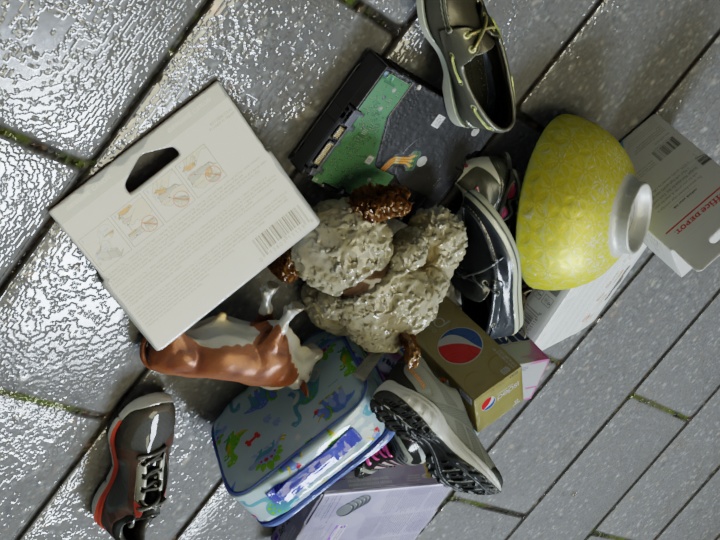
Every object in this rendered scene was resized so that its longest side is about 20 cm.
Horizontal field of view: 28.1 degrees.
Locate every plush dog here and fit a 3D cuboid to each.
[{"bbox_3d":[0.000,0.000,1.449,0.199,0.161,0.172,-31,124,19],"label":"plush dog"}]

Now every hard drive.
[{"bbox_3d":[0.036,-0.129,1.457,0.199,0.038,0.140,19,113,-51],"label":"hard drive"}]

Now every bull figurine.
[{"bbox_3d":[-0.121,0.070,1.459,0.198,0.065,0.122,3,122,-22],"label":"bull figurine"}]

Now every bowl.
[{"bbox_3d":[0.259,-0.067,1.591,0.200,0.107,0.202,-35,131,-52],"label":"bowl"}]

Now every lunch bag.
[{"bbox_3d":[-0.062,0.170,1.547,0.200,0.161,0.083,-39,123,5],"label":"lunch bag"}]

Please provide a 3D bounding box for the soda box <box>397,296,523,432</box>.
[{"bbox_3d":[0.090,0.081,1.577,0.067,0.200,0.064,-32,143,-18],"label":"soda box"}]

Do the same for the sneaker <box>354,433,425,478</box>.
[{"bbox_3d":[0.019,0.194,1.610,0.087,0.074,0.200,-20,176,-13],"label":"sneaker"}]

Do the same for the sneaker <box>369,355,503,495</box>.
[{"bbox_3d":[0.093,0.166,1.503,0.200,0.074,0.080,51,51,-29],"label":"sneaker"}]

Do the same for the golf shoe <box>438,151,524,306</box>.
[{"bbox_3d":[0.120,-0.043,1.605,0.087,0.077,0.201,-3,126,-18],"label":"golf shoe"}]

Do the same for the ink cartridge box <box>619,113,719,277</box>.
[{"bbox_3d":[0.372,-0.077,1.678,0.116,0.200,0.067,-39,144,-3],"label":"ink cartridge box"}]

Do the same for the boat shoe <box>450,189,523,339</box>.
[{"bbox_3d":[0.131,0.001,1.547,0.062,0.075,0.201,-27,134,-16],"label":"boat shoe"}]

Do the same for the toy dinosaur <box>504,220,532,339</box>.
[{"bbox_3d":[0.197,-0.025,1.690,0.200,0.076,0.103,-56,161,-40],"label":"toy dinosaur"}]

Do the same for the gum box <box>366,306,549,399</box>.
[{"bbox_3d":[0.109,0.106,1.693,0.199,0.114,0.067,-7,131,-38],"label":"gum box"}]

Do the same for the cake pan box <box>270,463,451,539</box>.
[{"bbox_3d":[0.001,0.299,1.777,0.183,0.053,0.201,-1,142,-23],"label":"cake pan box"}]

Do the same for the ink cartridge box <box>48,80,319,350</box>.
[{"bbox_3d":[-0.164,-0.052,1.339,0.200,0.044,0.174,-38,114,-6],"label":"ink cartridge box"}]

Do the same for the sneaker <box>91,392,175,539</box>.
[{"bbox_3d":[-0.226,0.219,1.527,0.077,0.082,0.201,-10,133,-36],"label":"sneaker"}]

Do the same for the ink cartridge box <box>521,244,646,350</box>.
[{"bbox_3d":[0.278,0.018,1.822,0.199,0.050,0.163,-23,149,-53],"label":"ink cartridge box"}]

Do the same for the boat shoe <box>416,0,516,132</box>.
[{"bbox_3d":[0.106,-0.219,1.384,0.072,0.060,0.203,-42,134,-26],"label":"boat shoe"}]
